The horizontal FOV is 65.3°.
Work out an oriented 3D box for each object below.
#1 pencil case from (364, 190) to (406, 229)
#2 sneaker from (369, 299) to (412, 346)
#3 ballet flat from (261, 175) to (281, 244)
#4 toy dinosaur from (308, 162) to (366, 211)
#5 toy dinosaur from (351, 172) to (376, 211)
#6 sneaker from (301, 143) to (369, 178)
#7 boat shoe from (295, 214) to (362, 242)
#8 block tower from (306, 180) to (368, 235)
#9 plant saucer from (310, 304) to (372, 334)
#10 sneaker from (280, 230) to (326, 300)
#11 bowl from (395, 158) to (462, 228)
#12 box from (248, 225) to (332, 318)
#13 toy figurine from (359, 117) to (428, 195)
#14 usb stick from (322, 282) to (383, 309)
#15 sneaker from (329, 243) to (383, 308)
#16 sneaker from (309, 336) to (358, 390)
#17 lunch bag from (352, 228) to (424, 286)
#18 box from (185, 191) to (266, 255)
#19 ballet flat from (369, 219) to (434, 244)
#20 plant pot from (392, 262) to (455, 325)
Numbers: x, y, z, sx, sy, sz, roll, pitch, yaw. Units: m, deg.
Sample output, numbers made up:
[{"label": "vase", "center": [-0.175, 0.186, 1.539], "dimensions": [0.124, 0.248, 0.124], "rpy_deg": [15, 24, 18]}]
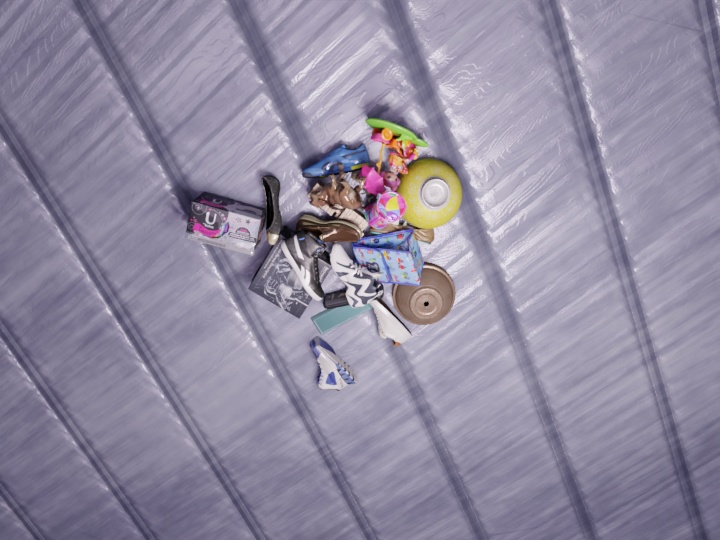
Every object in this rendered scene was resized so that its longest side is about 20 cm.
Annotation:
[{"label": "pencil case", "center": [0.063, -0.162, 1.531], "dimensions": [0.087, 0.200, 0.090], "rpy_deg": [0, 88, -8]}, {"label": "sneaker", "center": [0.072, 0.162, 1.755], "dimensions": [0.084, 0.073, 0.200], "rpy_deg": [-39, 106, 8]}, {"label": "ballet flat", "center": [-0.261, -0.173, 1.611], "dimensions": [0.056, 0.066, 0.203], "rpy_deg": [4, 79, -41]}, {"label": "toy dinosaur", "center": [-0.046, -0.202, 1.535], "dimensions": [0.199, 0.085, 0.137], "rpy_deg": [32, 133, 34]}, {"label": "toy dinosaur", "center": [0.044, -0.203, 1.644], "dimensions": [0.199, 0.048, 0.088], "rpy_deg": [34, 100, -15]}, {"label": "sneaker", "center": [-0.074, -0.311, 1.599], "dimensions": [0.198, 0.066, 0.079], "rpy_deg": [-12, 96, 4]}, {"label": "boat shoe", "center": [-0.096, -0.104, 1.631], "dimensions": [0.200, 0.075, 0.075], "rpy_deg": [10, 141, 20]}, {"label": "block tower", "center": [-0.061, -0.181, 1.645], "dimensions": [0.199, 0.054, 0.058], "rpy_deg": [38, 106, -13]}, {"label": "plant saucer", "center": [-0.057, 0.136, 1.777], "dimensions": [0.198, 0.019, 0.070], "rpy_deg": [-28, 107, 10]}, {"label": "sneaker", "center": [-0.129, -0.019, 1.584], "dimensions": [0.111, 0.073, 0.201], "rpy_deg": [-29, 105, 9]}, {"label": "bowl", "center": [0.200, -0.216, 1.582], "dimensions": [0.197, 0.108, 0.203], "rpy_deg": [0, 97, -4]}, {"label": "box", "center": [-0.205, 0.005, 1.685], "dimensions": [0.181, 0.104, 0.201], "rpy_deg": [30, 107, -11]}, {"label": "toy figurine", "center": [0.075, -0.292, 1.543], "dimensions": [0.198, 0.150, 0.186], "rpy_deg": [17, 94, -32]}, {"label": "usb stick", "center": [-0.021, 0.079, 1.718], "dimensions": [0.198, 0.056, 0.033], "rpy_deg": [-12, 141, 19]}, {"label": "sneaker", "center": [0.000, 0.000, 1.631], "dimensions": [0.128, 0.079, 0.201], "rpy_deg": [-21, 90, 23]}, {"label": "sneaker", "center": [-0.110, 0.322, 1.810], "dimensions": [0.115, 0.081, 0.200], "rpy_deg": [-38, 107, 10]}, {"label": "lunch bag", "center": [0.073, -0.035, 1.659], "dimensions": [0.198, 0.095, 0.151], "rpy_deg": [-1, 139, 22]}, {"label": "box", "center": [-0.384, -0.137, 1.619], "dimensions": [0.198, 0.132, 0.116], "rpy_deg": [14, 109, -5]}, {"label": "ballet flat", "center": [0.127, -0.129, 1.660], "dimensions": [0.198, 0.068, 0.073], "rpy_deg": [11, 100, -6]}, {"label": "plant pot", "center": [0.196, 0.085, 1.719], "dimensions": [0.198, 0.093, 0.203], "rpy_deg": [0, 109, 1]}]
